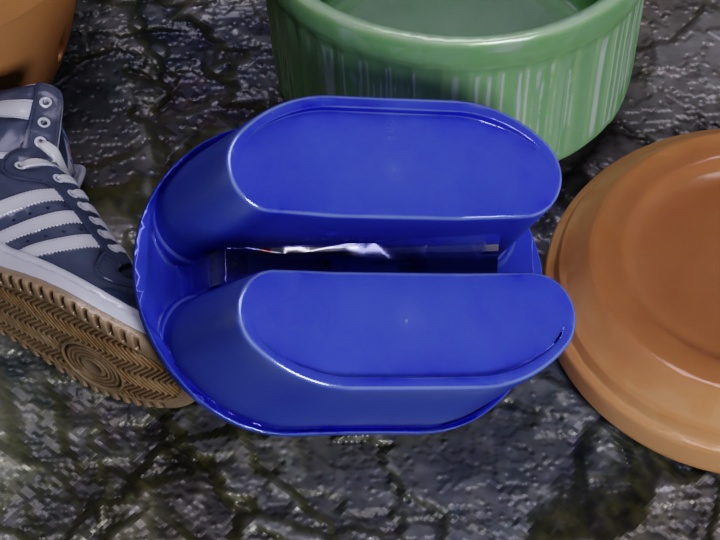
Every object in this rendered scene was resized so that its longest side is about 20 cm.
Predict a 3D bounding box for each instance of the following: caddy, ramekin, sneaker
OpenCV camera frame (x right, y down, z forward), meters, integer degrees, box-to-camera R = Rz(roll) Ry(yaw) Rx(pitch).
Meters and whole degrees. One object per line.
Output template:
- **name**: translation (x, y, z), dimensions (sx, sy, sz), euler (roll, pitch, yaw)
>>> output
- **caddy**: translation (0.000, 0.000, 1.119), dimensions (0.199, 0.105, 0.142), euler (1, 77, -23)
- **ramekin**: translation (0.046, -0.134, 1.233), dimensions (0.199, 0.098, 0.201), euler (0, 42, 0)
- **sneaker**: translation (-0.134, -0.017, 1.177), dimensions (0.199, 0.070, 0.109), euler (24, 57, 22)

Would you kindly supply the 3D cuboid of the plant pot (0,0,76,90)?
- **plant pot**: translation (-0.219, -0.158, 1.245), dimensions (0.199, 0.140, 0.201), euler (-1, 52, 1)

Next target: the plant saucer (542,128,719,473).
- **plant saucer**: translation (0.184, 0.005, 1.175), dimensions (0.199, 0.038, 0.201), euler (0, 52, 0)
